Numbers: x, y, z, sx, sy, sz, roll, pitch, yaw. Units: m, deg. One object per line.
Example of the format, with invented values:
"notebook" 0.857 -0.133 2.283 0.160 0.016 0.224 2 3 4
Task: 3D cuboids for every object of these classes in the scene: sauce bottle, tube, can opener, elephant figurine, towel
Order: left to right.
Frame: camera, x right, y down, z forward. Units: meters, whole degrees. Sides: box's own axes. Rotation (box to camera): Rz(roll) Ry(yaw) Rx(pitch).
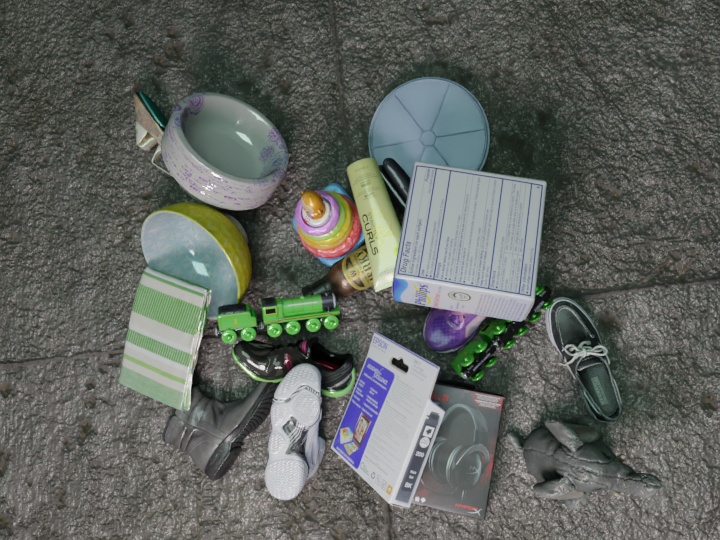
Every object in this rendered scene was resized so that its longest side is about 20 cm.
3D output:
"towel" -0.314 0.108 1.266 0.151 0.023 0.203 17 100 27
"sauce bottle" 0.000 0.000 1.261 0.199 0.065 0.065 -31 79 4
"tube" 0.031 -0.074 1.217 0.058 0.051 0.202 -31 70 48
"can opener" 0.094 -0.093 1.253 0.200 0.063 0.079 47 50 3
"elephant figurine" 0.304 0.267 1.105 0.154 0.200 0.143 -28 79 4

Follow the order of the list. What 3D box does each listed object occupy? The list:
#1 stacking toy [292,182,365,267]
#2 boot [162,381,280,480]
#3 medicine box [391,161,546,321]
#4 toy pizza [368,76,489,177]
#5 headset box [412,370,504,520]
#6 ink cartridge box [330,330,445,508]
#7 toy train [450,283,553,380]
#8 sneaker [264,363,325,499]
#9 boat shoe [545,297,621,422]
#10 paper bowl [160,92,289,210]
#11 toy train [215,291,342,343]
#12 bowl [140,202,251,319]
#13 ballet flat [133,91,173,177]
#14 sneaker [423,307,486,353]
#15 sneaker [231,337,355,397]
"stacking toy" -0.059 -0.084 1.212 0.110 0.200 0.116 -40 79 1
"boot" -0.226 0.221 1.266 0.131 0.070 0.201 35 83 18
"medicine box" 0.156 -0.041 1.138 0.197 0.103 0.184 9 69 6
"toy pizza" 0.111 -0.213 1.286 0.197 0.032 0.203 0 89 10
"headset box" 0.134 0.256 1.197 0.147 0.077 0.203 10 85 10
"ink cartridge box" 0.045 0.211 1.162 0.043 0.198 0.202 19 93 -29
"toy train" 0.215 0.091 1.198 0.200 0.056 0.042 -42 108 -17
"sneaker" -0.094 0.241 1.212 0.074 0.115 0.203 10 87 10
"boat shoe" 0.337 0.132 1.187 0.073 0.068 0.202 -18 79 6
"paper bowl" -0.223 -0.180 1.267 0.201 0.200 0.104 51 131 12
"toy train" -0.125 0.069 1.214 0.197 0.042 0.057 -8 116 -10
"bowl" -0.243 -0.032 1.270 0.199 0.201 0.108 34 45 12
"ballet flat" -0.341 -0.218 1.344 0.067 0.068 0.200 -42 77 4
"sneaker" 0.175 0.046 1.215 0.200 0.088 0.081 -42 80 2
"sneaker" -0.101 0.134 1.234 0.197 0.077 0.085 12 121 -5
